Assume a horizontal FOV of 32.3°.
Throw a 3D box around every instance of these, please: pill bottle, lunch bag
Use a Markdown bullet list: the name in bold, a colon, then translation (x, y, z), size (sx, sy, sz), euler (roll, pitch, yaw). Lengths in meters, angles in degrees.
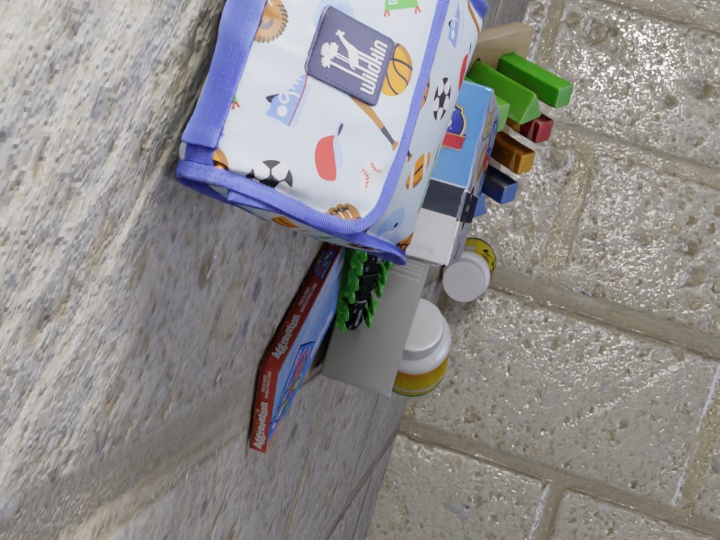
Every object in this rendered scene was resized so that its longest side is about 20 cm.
- **pill bottle**: translation (0.251, 0.000, 2.896), size (0.200, 0.114, 0.115), euler (-53, 159, -69)
- **pill bottle**: translation (0.080, 0.115, 1.892), size (0.200, 0.112, 0.113), euler (88, 21, -68)
- **lunch bag**: translation (-0.017, -0.103, 0.660), size (0.200, 0.123, 0.171), euler (25, 82, -69)

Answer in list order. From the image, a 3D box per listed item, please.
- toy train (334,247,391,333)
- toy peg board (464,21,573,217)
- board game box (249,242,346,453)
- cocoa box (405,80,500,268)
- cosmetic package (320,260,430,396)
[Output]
- **toy train**: translation (0.000, 0.000, 1.217), size (0.200, 0.041, 0.057), euler (106, -30, -61)
- **toy peg board**: translation (0.107, -0.119, 1.224), size (0.199, 0.098, 0.200), euler (-20, 134, -38)
- **board game box**: translation (-0.054, 0.060, 1.130), size (0.200, 0.019, 0.103), euler (-64, 167, -50)
- **cocoa box**: translation (0.028, -0.085, 0.959), size (0.200, 0.133, 0.132), euler (-11, 118, -82)
- **cosmetic package**: translation (0.024, 0.028, 1.362), size (0.107, 0.090, 0.201), euler (-62, 167, -84)
